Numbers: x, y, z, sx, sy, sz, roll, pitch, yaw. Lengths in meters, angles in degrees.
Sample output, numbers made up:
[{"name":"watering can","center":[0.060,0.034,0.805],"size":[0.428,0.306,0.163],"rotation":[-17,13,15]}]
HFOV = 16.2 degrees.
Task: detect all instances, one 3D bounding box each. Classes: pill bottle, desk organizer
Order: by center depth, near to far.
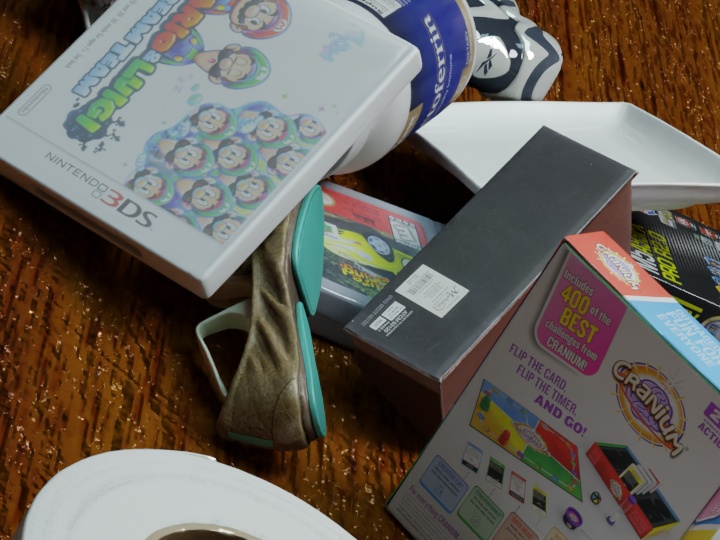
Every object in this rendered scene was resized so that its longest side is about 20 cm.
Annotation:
[{"name":"desk organizer","center":[0.081,0.012,1.513],"size":[0.072,0.077,0.200],"rotation":[28,56,27]},{"name":"pill bottle","center":[-0.009,-0.127,1.612],"size":[0.116,0.116,0.200],"rotation":[36,28,7]}]

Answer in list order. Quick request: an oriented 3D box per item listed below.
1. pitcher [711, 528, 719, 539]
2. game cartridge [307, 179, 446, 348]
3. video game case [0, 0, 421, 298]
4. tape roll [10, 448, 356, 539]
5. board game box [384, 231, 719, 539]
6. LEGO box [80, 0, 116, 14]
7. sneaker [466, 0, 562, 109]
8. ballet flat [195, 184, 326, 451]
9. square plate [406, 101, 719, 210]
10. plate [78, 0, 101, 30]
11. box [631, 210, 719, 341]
[{"name":"pitcher","center":[0.179,0.163,1.425],"size":[0.171,0.122,0.200],"rotation":[-2,28,-17]},{"name":"game cartridge","center":[0.000,0.000,1.571],"size":[0.199,0.041,0.133],"rotation":[19,34,-24]},{"name":"video game case","center":[-0.094,-0.096,1.473],"size":[0.182,0.024,0.200],"rotation":[30,64,27]},{"name":"tape roll","center":[-0.078,0.192,1.065],"size":[0.202,0.139,0.203],"rotation":[25,29,-15]},{"name":"board game box","center":[0.119,0.104,1.345],"size":[0.153,0.200,0.040],"rotation":[46,31,24]},{"name":"LEGO box","center":[-0.103,-0.234,1.680],"size":[0.149,0.077,0.200],"rotation":[31,41,-1]},{"name":"sneaker","center":[0.048,-0.187,1.840],"size":[0.129,0.080,0.199],"rotation":[22,19,-33]},{"name":"ballet flat","center":[-0.057,0.023,1.431],"size":[0.072,0.068,0.200],"rotation":[-7,47,6]},{"name":"square plate","center":[0.136,-0.075,1.702],"size":[0.199,0.029,0.198],"rotation":[-3,21,-21]},{"name":"plate","center":[-0.113,-0.163,1.720],"size":[0.199,0.032,0.200],"rotation":[16,31,-29]},{"name":"box","center":[0.180,-0.009,1.712],"size":[0.160,0.044,0.200],"rotation":[25,17,-7]}]
